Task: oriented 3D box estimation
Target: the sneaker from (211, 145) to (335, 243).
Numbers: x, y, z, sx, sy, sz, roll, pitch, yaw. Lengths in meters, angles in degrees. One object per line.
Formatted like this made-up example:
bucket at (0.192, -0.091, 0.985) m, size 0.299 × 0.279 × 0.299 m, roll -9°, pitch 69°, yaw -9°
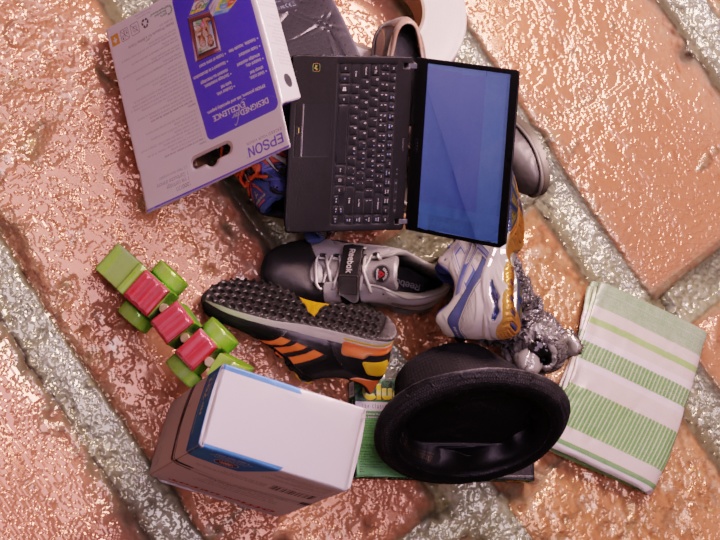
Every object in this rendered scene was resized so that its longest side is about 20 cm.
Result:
sneaker at (-0.093, -0.100, 1.679) m, size 0.200 × 0.075 × 0.079 m, roll 32°, pitch 55°, yaw -7°

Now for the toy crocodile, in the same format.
toy crocodile at (-0.182, 0.049, 1.608) m, size 0.068 × 0.062 × 0.200 m, roll -44°, pitch 74°, yaw -1°

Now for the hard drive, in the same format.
hard drive at (-0.078, -0.225, 1.673) m, size 0.135 × 0.042 × 0.200 m, roll -18°, pitch 70°, yaw -20°

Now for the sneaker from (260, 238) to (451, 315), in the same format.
sneaker at (0.000, 0.000, 1.693) m, size 0.200 × 0.089 × 0.074 m, roll 4°, pitch 78°, yaw -17°

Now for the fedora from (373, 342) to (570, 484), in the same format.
fedora at (0.106, 0.130, 1.660) m, size 0.200 × 0.201 × 0.092 m, roll 3°, pitch 46°, yaw -19°

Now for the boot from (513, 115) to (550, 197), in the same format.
boot at (0.078, -0.126, 1.744) m, size 0.200 × 0.073 × 0.182 m, roll -18°, pitch 58°, yaw -29°

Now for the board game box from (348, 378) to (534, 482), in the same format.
board game box at (0.085, 0.167, 1.720) m, size 0.200 × 0.023 × 0.105 m, roll 4°, pitch 78°, yaw -19°

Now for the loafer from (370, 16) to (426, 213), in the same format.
loafer at (0.045, -0.157, 1.675) m, size 0.072 × 0.063 × 0.200 m, roll -6°, pitch 90°, yaw -10°

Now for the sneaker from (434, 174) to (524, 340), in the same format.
sneaker at (0.116, -0.024, 1.663) m, size 0.088 × 0.075 × 0.200 m, roll -5°, pitch 57°, yaw 19°

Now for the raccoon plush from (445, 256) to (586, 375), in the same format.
raccoon plush at (0.176, 0.018, 1.753) m, size 0.134 × 0.097 × 0.200 m, roll 21°, pitch 72°, yaw -22°

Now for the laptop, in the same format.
laptop at (0.037, -0.115, 1.601) m, size 0.200 × 0.103 × 0.178 m, roll -1°, pitch 104°, yaw -20°

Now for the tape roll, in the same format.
tape roll at (0.012, -0.270, 1.757) m, size 0.202 × 0.037 × 0.203 m, roll 4°, pitch 66°, yaw -10°

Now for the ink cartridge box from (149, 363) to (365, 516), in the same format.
ink cartridge box at (-0.101, 0.165, 1.559) m, size 0.146 × 0.200 × 0.086 m, roll 19°, pitch 71°, yaw -15°

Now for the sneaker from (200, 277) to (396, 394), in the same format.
sneaker at (-0.068, 0.073, 1.662) m, size 0.200 × 0.070 × 0.090 m, roll 13°, pitch 118°, yaw 3°

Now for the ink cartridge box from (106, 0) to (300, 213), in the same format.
ink cartridge box at (-0.153, -0.179, 1.621) m, size 0.043 × 0.198 × 0.200 m, roll 1°, pitch 72°, yaw -54°

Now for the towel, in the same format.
towel at (0.287, 0.127, 1.802) m, size 0.152 × 0.023 × 0.200 m, roll 25°, pitch 70°, yaw -13°
